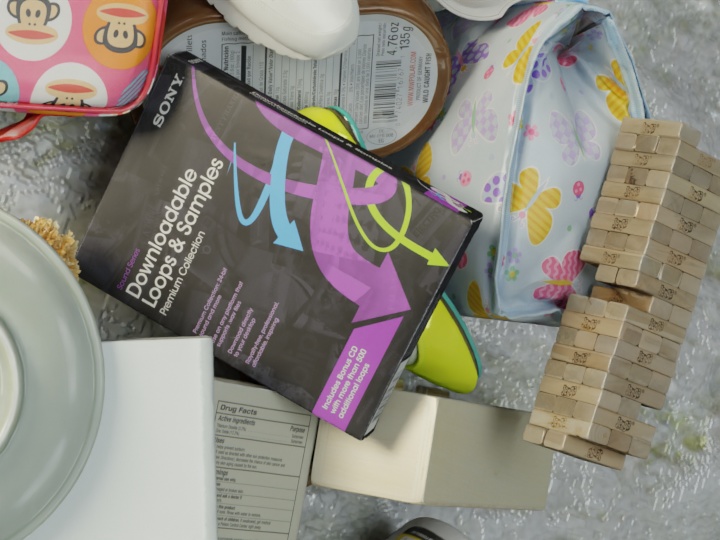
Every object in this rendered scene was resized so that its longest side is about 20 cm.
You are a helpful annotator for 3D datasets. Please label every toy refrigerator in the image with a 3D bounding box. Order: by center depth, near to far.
[{"bbox_3d":[0.051,0.107,1.235,0.200,0.075,0.071,14,84,-63],"label":"toy refrigerator"}]

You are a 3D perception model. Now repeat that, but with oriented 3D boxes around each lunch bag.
[{"bbox_3d":[-0.203,-0.151,1.080,0.199,0.082,0.178,5,101,-18],"label":"lunch bag"},{"bbox_3d":[0.093,-0.069,1.250,0.126,0.169,0.202,7,89,-33],"label":"lunch bag"}]

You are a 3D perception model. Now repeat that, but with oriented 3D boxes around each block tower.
[{"bbox_3d":[0.160,0.014,1.173,0.058,0.054,0.201,21,84,-37],"label":"block tower"}]

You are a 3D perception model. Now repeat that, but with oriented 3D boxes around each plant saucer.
[{"bbox_3d":[-0.226,0.057,1.009,0.199,0.050,0.202,0,90,-15],"label":"plant saucer"}]

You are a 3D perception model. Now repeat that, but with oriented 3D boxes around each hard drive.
[{"bbox_3d":[-0.142,0.138,1.069,0.131,0.026,0.202,-2,90,-10],"label":"hard drive"}]

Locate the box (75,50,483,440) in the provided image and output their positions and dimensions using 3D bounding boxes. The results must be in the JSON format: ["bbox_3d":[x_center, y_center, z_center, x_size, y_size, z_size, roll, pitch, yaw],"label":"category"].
[{"bbox_3d":[-0.051,-0.015,1.130,0.199,0.036,0.144,29,103,10],"label":"box"}]

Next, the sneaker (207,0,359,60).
[{"bbox_3d":[-0.064,-0.207,1.110,0.076,0.080,0.201,-36,93,-24],"label":"sneaker"}]

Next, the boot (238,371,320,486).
[{"bbox_3d":[-0.031,0.031,1.244,0.107,0.075,0.202,-3,88,-53],"label":"boot"}]

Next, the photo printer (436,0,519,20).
[{"bbox_3d":[0.031,-0.251,1.218,0.200,0.069,0.167,39,29,-28],"label":"photo printer"}]

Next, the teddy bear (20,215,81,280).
[{"bbox_3d":[-0.247,0.012,1.078,0.199,0.067,0.145,26,115,-37],"label":"teddy bear"}]

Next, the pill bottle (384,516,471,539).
[{"bbox_3d":[-0.002,0.253,1.239,0.200,0.111,0.112,-36,110,-26],"label":"pill bottle"}]

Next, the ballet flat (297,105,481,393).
[{"bbox_3d":[0.000,0.000,1.182,0.067,0.067,0.201,-36,106,-30],"label":"ballet flat"}]

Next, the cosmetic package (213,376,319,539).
[{"bbox_3d":[-0.096,0.161,1.147,0.103,0.073,0.202,15,84,-49],"label":"cosmetic package"}]

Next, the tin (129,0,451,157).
[{"bbox_3d":[-0.043,-0.117,1.187,0.198,0.042,0.113,-5,122,-12],"label":"tin"}]
